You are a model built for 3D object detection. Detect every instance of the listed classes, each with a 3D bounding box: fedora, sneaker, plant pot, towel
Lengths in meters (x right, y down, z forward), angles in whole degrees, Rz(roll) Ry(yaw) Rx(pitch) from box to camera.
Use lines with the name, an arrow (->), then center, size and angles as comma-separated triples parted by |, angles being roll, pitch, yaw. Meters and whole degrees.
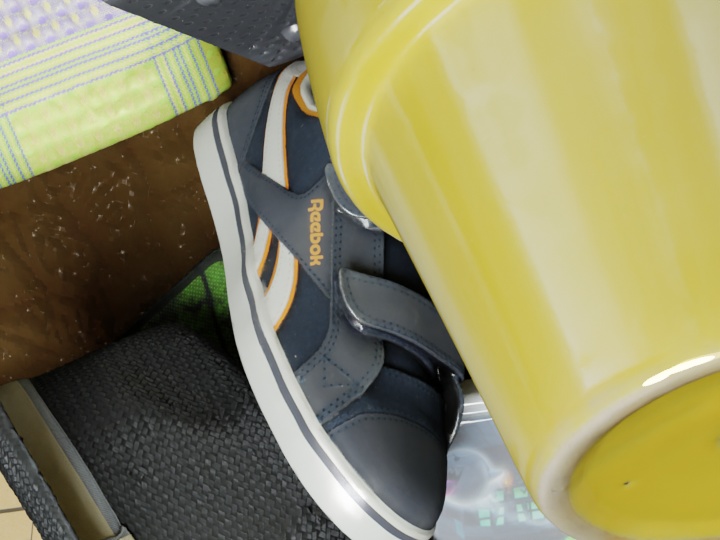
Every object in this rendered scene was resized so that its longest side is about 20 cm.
fedora -> -0.058, 0.090, 0.783 | 0.091, 0.201, 0.201 | -32, 98, -10
sneaker -> 0.000, 0.000, 0.775 | 0.079, 0.078, 0.201 | -35, 51, 20
plant pot -> 0.094, -0.028, 0.666 | 0.200, 0.200, 0.190 | -30, 56, 25
towel -> -0.144, -0.129, 0.818 | 0.143, 0.023, 0.201 | -21, 115, 7

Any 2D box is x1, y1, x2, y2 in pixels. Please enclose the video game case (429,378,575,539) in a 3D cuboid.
video game case -> 0.123, 0.118, 0.820 | 0.198, 0.023, 0.183 | -7, 108, 5

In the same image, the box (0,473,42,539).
box -> -0.123, 0.148, 0.918 | 0.163, 0.021, 0.201 | -11, 100, 39

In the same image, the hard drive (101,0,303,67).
hard drive -> 0.023, -0.128, 0.744 | 0.199, 0.135, 0.043 | -21, 76, 23

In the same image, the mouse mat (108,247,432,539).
mouse mat -> -0.061, 0.100, 0.871 | 0.200, 0.008, 0.161 | -39, 82, 42
